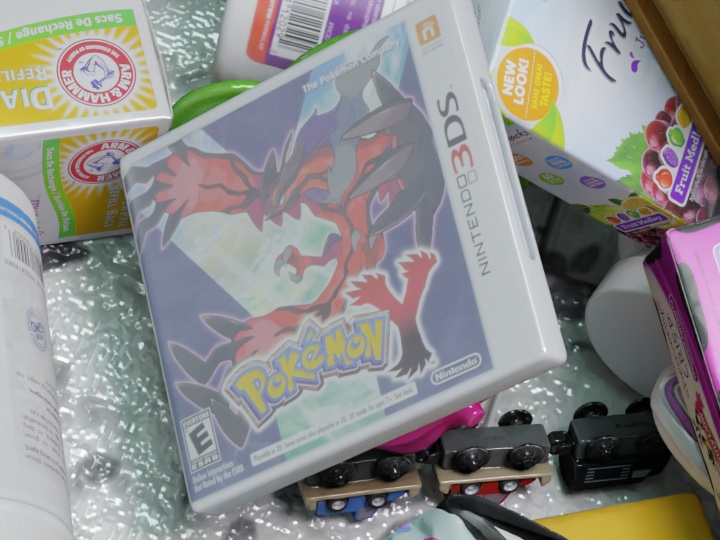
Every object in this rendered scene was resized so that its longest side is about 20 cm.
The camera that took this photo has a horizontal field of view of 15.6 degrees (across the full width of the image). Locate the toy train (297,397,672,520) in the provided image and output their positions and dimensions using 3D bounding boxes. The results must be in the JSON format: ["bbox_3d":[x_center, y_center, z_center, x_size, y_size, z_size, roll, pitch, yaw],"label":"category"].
[{"bbox_3d":[0.059,0.093,1.276,0.199,0.046,0.034,-4,44,-14],"label":"toy train"}]

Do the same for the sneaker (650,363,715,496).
[{"bbox_3d":[0.219,0.108,1.260,0.199,0.100,0.075,28,72,-10],"label":"sneaker"}]

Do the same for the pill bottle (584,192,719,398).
[{"bbox_3d":[0.201,-0.025,1.332,0.113,0.113,0.200,35,60,10],"label":"pill bottle"}]

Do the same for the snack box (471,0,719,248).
[{"bbox_3d":[0.125,-0.132,1.251,0.142,0.053,0.201,27,69,-24],"label":"snack box"}]

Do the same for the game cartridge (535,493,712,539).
[{"bbox_3d":[0.085,0.199,1.185,0.199,0.032,0.177,-9,62,-14],"label":"game cartridge"}]

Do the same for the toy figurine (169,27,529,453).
[{"bbox_3d":[0.000,0.000,1.250,0.199,0.151,0.185,-2,52,1],"label":"toy figurine"}]

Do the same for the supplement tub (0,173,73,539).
[{"bbox_3d":[-0.203,0.060,1.196,0.131,0.132,0.201,-3,60,-12],"label":"supplement tub"}]

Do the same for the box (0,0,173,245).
[{"bbox_3d":[-0.201,-0.076,1.287,0.199,0.113,0.102,-8,62,-16],"label":"box"}]

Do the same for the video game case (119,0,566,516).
[{"bbox_3d":[-0.014,-0.007,1.188,0.023,0.199,0.183,17,54,-53],"label":"video game case"}]

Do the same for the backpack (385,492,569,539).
[{"bbox_3d":[0.058,0.191,1.072,0.126,0.167,0.200,-32,64,-19],"label":"backpack"}]

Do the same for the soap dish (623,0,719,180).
[{"bbox_3d":[0.182,-0.123,1.169,0.081,0.157,0.201,-34,102,-15],"label":"soap dish"}]

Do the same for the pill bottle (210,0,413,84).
[{"bbox_3d":[0.030,-0.122,1.357,0.199,0.112,0.112,15,58,-2],"label":"pill bottle"}]

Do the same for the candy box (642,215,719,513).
[{"bbox_3d":[0.244,0.027,1.194,0.199,0.061,0.137,-14,78,-9],"label":"candy box"}]
